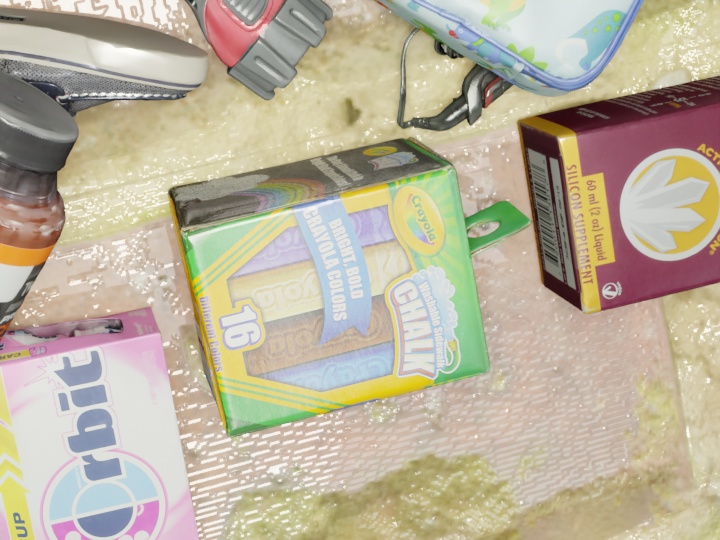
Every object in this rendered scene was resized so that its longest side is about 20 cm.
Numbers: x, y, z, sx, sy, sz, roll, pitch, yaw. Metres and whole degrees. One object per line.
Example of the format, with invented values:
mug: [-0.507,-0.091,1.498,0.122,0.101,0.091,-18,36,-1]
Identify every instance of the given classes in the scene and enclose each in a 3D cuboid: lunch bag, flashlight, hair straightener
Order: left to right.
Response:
flashlight: [-0.111,-0.181,0.895,0.200,0.068,0.068,36,127,-13]
lunch bag: [0.076,-0.207,0.896,0.199,0.082,0.161,31,90,-2]
hair straightener: [0.094,-0.159,0.959,0.200,0.041,0.077,-39,93,5]

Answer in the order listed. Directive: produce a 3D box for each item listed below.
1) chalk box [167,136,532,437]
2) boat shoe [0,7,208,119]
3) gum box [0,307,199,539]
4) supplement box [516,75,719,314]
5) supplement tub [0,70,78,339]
chalk box: [0.000,0.000,0.924,0.199,0.124,0.125,-12,105,-7]
boat shoe: [-0.187,-0.095,0.891,0.199,0.075,0.093,9,107,1]
gum box: [-0.161,0.124,0.948,0.113,0.066,0.201,-11,104,-11]
supplement box: [0.208,-0.055,0.974,0.199,0.086,0.111,-13,105,-9]
supplement tub: [-0.224,-0.006,0.834,0.107,0.107,0.201,28,108,-16]
